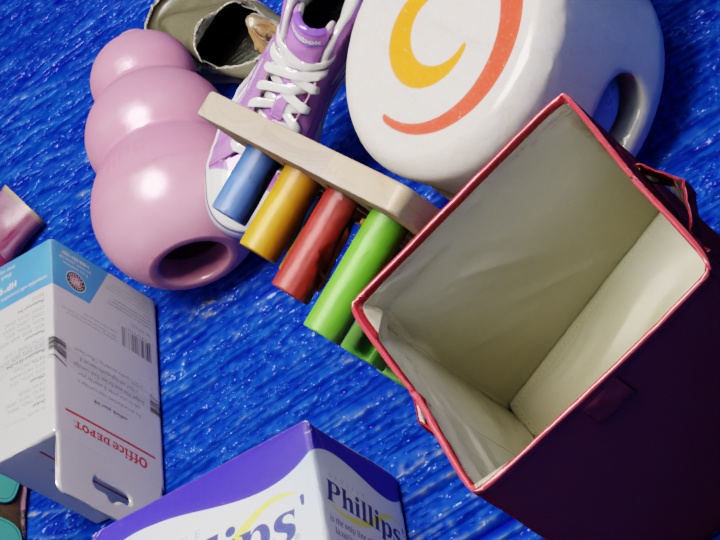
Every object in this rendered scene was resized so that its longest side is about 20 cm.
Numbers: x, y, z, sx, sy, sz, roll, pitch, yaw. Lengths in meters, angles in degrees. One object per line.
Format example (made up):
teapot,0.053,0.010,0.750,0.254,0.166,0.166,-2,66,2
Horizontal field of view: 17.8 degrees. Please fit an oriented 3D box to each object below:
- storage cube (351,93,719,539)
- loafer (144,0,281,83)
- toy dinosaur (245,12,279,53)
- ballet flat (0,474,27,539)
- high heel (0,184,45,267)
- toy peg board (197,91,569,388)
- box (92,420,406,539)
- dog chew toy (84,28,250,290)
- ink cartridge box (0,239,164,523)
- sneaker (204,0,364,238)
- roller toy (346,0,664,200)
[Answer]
storage cube,0.138,0.045,1.300,0.200,0.180,0.171,-44,45,10
loafer,-0.097,-0.178,1.709,0.200,0.070,0.075,20,79,45
toy dinosaur,0.021,-0.186,1.627,0.199,0.061,0.107,-10,55,9
ballet flat,-0.278,0.179,1.665,0.071,0.069,0.201,-35,41,45
high heel,-0.344,-0.058,1.824,0.200,0.067,0.096,38,83,30
toy peg board,0.000,0.000,1.428,0.199,0.200,0.098,28,86,45
box,-0.063,0.228,1.416,0.183,0.105,0.201,-29,49,24
dog chew toy,-0.141,-0.088,1.643,0.124,0.124,0.201,-31,58,23
ink cartridge box,-0.199,0.094,1.602,0.066,0.116,0.201,-26,51,26
sneaker,-0.051,-0.122,1.523,0.072,0.114,0.201,23,82,6
roller toy,0.093,-0.127,1.468,0.199,0.139,0.183,-18,62,41
